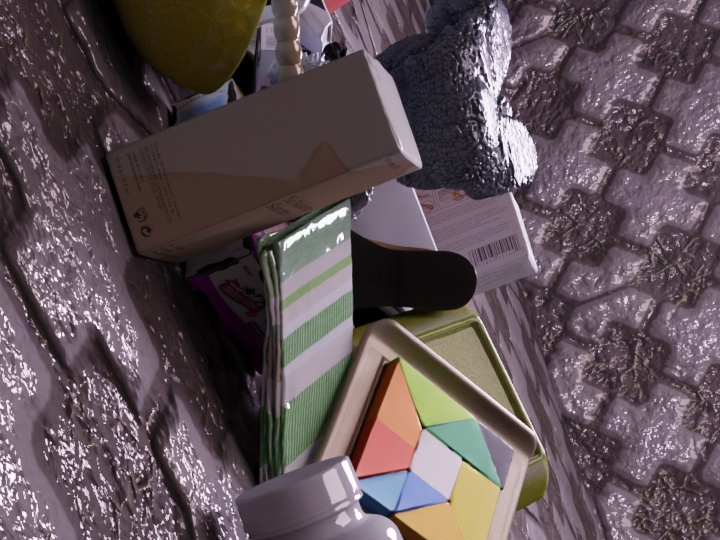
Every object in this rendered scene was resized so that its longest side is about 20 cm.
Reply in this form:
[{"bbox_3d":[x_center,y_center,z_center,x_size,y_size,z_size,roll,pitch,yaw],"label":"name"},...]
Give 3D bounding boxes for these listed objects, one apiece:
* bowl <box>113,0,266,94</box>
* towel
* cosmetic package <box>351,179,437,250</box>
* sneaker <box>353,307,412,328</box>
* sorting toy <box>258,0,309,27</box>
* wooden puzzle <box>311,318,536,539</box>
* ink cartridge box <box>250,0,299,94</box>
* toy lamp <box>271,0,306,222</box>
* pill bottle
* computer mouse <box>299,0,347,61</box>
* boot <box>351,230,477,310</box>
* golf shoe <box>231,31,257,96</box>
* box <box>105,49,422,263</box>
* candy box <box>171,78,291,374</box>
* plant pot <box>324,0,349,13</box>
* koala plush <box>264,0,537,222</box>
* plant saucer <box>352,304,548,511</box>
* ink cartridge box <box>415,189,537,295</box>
[{"bbox_3d":[-0.146,-0.247,1.198,0.107,0.200,0.201,12,45,-25],"label":"bowl"},{"bbox_3d":[-0.041,0.057,1.174,0.152,0.023,0.201,-33,125,-64],"label":"towel"},{"bbox_3d":[0.003,-0.047,1.530,0.090,0.107,0.201,40,-25,58],"label":"cosmetic package"},{"bbox_3d":[0.032,0.113,1.374,0.080,0.074,0.201,19,48,-44],"label":"sneaker"},{"bbox_3d":[-0.103,-0.256,1.339,0.107,0.200,0.181,27,40,-42],"label":"sorting toy"},{"bbox_3d":[0.053,0.160,1.215,0.185,0.037,0.200,39,50,-17],"label":"wooden puzzle"},{"bbox_3d":[-0.083,-0.135,1.398,0.100,0.039,0.201,-96,-169,-54],"label":"ink cartridge box"},{"bbox_3d":[-0.055,-0.139,1.216,0.058,0.058,0.201,-46,132,-78],"label":"toy lamp"},{"bbox_3d":[-0.011,0.231,1.029,0.111,0.111,0.201,-20,90,-79],"label":"pill bottle"},{"bbox_3d":[-0.055,-0.217,1.433,0.110,0.044,0.200,104,-29,-51],"label":"computer mouse"},{"bbox_3d":[0.000,0.000,1.371,0.075,0.199,0.074,-157,-102,-86],"label":"boot"},{"bbox_3d":[-0.093,-0.168,1.499,0.200,0.078,0.097,53,29,-31],"label":"golf shoe"},{"bbox_3d":[-0.066,-0.078,1.091,0.095,0.199,0.078,15,54,-76],"label":"box"},{"bbox_3d":[-0.093,-0.037,1.251,0.137,0.061,0.201,57,16,-47],"label":"candy box"},{"bbox_3d":[-0.075,-0.335,1.573,0.200,0.177,0.201,-21,90,-80],"label":"plant pot"},{"bbox_3d":[0.024,-0.123,1.272,0.184,0.199,0.178,-43,122,-67],"label":"koala plush"},{"bbox_3d":[0.073,0.123,1.315,0.199,0.048,0.201,-16,78,-45],"label":"plant saucer"},{"bbox_3d":[0.079,-0.044,1.719,0.045,0.199,0.177,53,19,-55],"label":"ink cartridge box"}]
